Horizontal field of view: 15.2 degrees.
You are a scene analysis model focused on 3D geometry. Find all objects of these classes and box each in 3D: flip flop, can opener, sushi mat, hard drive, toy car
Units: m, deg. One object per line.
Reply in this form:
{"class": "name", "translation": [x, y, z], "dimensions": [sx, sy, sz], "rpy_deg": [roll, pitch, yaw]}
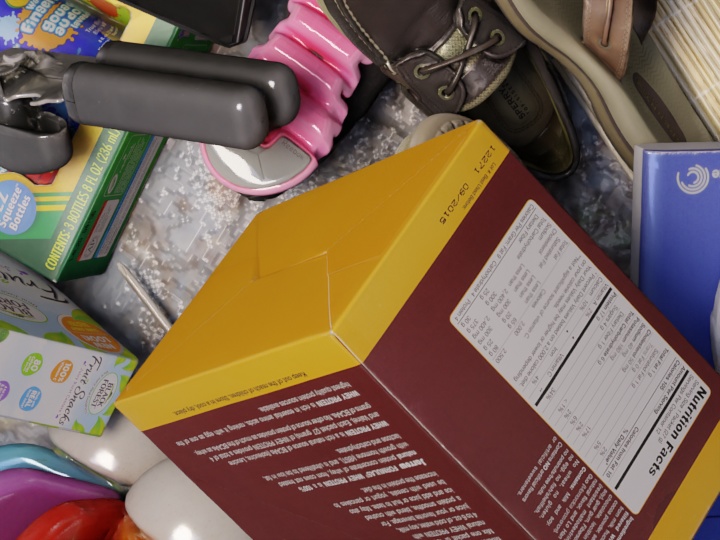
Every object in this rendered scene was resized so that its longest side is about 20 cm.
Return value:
{"class": "flip flop", "translation": [0.122, -0.122, 1.301], "dimensions": [0.057, 0.081, 0.200], "rpy_deg": [-24, 111, 37]}
{"class": "can opener", "translation": [-0.118, -0.077, 1.337], "dimensions": [0.200, 0.053, 0.067], "rpy_deg": [11, 123, 33]}
{"class": "sushi mat", "translation": [0.188, -0.052, 1.360], "dimensions": [0.096, 0.012, 0.200], "rpy_deg": [-34, 84, 17]}
{"class": "hard drive", "translation": [0.196, 0.037, 1.317], "dimensions": [0.132, 0.025, 0.201], "rpy_deg": [-2, 102, -12]}
{"class": "toy car", "translation": [-0.150, 0.156, 1.389], "dimensions": [0.200, 0.150, 0.175], "rpy_deg": [37, 108, 49]}

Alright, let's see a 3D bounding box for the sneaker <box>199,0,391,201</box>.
{"class": "sneaker", "translation": [-0.008, -0.113, 1.385], "dimensions": [0.079, 0.095, 0.200], "rpy_deg": [40, 79, 10]}

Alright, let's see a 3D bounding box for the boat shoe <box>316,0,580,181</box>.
{"class": "boat shoe", "translation": [0.050, -0.108, 1.304], "dimensions": [0.073, 0.200, 0.065], "rpy_deg": [-48, 47, 9]}

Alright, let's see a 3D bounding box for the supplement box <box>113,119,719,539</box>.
{"class": "supplement box", "translation": [0.034, 0.067, 1.246], "dimensions": [0.200, 0.133, 0.197], "rpy_deg": [46, 148, -16]}

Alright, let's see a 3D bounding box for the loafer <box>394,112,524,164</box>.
{"class": "loafer", "translation": [0.062, 0.006, 1.334], "dimensions": [0.068, 0.076, 0.200], "rpy_deg": [-4, 133, 36]}

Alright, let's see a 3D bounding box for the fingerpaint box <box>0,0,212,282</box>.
{"class": "fingerpaint box", "translation": [-0.176, -0.121, 1.435], "dimensions": [0.167, 0.073, 0.200], "rpy_deg": [30, 102, 13]}

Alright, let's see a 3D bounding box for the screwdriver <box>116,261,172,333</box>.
{"class": "screwdriver", "translation": [-0.067, 0.073, 1.438], "dimensions": [0.029, 0.028, 0.200], "rpy_deg": [-36, 87, 45]}

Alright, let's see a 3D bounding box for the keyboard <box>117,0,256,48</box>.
{"class": "keyboard", "translation": [-0.135, -0.198, 1.345], "dimensions": [0.200, 0.021, 0.127], "rpy_deg": [25, 133, 13]}

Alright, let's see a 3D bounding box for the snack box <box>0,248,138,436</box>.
{"class": "snack box", "translation": [-0.226, 0.008, 1.387], "dimensions": [0.200, 0.142, 0.053], "rpy_deg": [37, 106, 42]}

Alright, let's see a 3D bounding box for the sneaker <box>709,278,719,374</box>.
{"class": "sneaker", "translation": [0.207, 0.001, 1.261], "dimensions": [0.073, 0.071, 0.201], "rpy_deg": [-5, 103, -11]}
